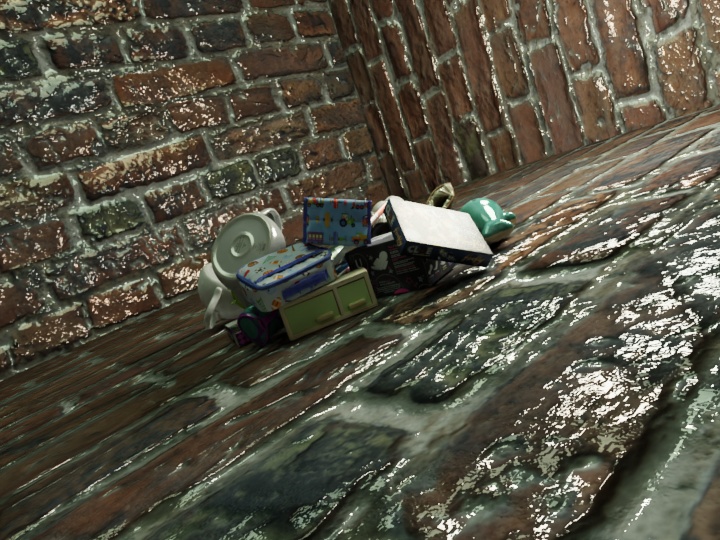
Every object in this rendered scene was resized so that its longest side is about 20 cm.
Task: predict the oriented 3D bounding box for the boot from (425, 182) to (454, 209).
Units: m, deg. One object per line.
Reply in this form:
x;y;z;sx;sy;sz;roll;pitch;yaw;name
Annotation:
0.195;-0.130;1.256;0.178;0.064;0.203;-57;-16;-30;boot

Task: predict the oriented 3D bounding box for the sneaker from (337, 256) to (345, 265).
-0.078;0.025;1.462;0.086;0.077;0.199;-33;0;22;sneaker

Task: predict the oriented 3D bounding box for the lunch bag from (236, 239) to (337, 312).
-0.147;0.007;1.096;0.196;0.078;0.158;-28;25;-28;lunch bag

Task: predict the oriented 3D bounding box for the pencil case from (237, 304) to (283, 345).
-0.182;0.075;1.177;0.091;0.087;0.200;-22;18;43;pencil case

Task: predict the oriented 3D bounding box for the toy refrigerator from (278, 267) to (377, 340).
-0.067;0.068;1.093;0.193;0.079;0.070;-21;8;-4;toy refrigerator

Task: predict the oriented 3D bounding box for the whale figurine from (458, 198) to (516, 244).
0.289;-0.114;1.241;0.154;0.107;0.200;-20;8;1;whale figurine

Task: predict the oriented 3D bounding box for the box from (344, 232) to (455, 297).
0.086;-0.026;1.158;0.195;0.119;0.131;-13;12;40;box

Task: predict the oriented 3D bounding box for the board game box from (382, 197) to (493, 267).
0.150;-0.074;1.040;0.193;0.035;0.138;7;39;-23;board game box

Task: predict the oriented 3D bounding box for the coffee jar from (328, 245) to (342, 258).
-0.119;-0.005;1.599;0.103;0.087;0.198;-33;-1;39;coffee jar

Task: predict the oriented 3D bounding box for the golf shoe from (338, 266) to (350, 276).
-0.050;0.042;1.225;0.090;0.078;0.198;-18;8;39;golf shoe

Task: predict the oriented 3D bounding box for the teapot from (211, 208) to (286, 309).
-0.248;-0.029;1.258;0.198;0.199;0.146;-38;-33;2;teapot

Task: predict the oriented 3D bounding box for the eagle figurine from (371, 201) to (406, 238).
0.105;-0.091;1.450;0.154;0.150;0.200;-56;7;-2;eagle figurine

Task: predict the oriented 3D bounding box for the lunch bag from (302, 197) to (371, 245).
-0.056;-0.100;1.195;0.144;0.098;0.200;2;-1;-5;lunch bag

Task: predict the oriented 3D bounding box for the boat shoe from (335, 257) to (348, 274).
0.000;0.000;1.366;0.194;0.088;0.068;-9;19;-36;boat shoe

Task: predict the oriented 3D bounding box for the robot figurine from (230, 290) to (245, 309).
-0.257;0.031;1.403;0.194;0.119;0.176;-23;33;-13;robot figurine

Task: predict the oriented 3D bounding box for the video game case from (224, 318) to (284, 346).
-0.229;0.118;1.303;0.195;0.037;0.180;-25;9;-21;video game case

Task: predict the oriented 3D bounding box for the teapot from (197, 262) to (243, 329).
-0.398;0.078;1.568;0.195;0.151;0.196;4;22;-41;teapot

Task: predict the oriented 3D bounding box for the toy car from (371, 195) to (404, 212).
0.107;-0.124;1.669;0.146;0.181;0.199;22;25;17;toy car

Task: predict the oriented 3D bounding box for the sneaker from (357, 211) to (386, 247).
0.009;-0.091;1.554;0.085;0.203;0.075;19;32;-17;sneaker

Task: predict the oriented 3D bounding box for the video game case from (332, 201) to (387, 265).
-0.007;-0.089;1.378;0.143;0.017;0.201;-45;4;48;video game case
